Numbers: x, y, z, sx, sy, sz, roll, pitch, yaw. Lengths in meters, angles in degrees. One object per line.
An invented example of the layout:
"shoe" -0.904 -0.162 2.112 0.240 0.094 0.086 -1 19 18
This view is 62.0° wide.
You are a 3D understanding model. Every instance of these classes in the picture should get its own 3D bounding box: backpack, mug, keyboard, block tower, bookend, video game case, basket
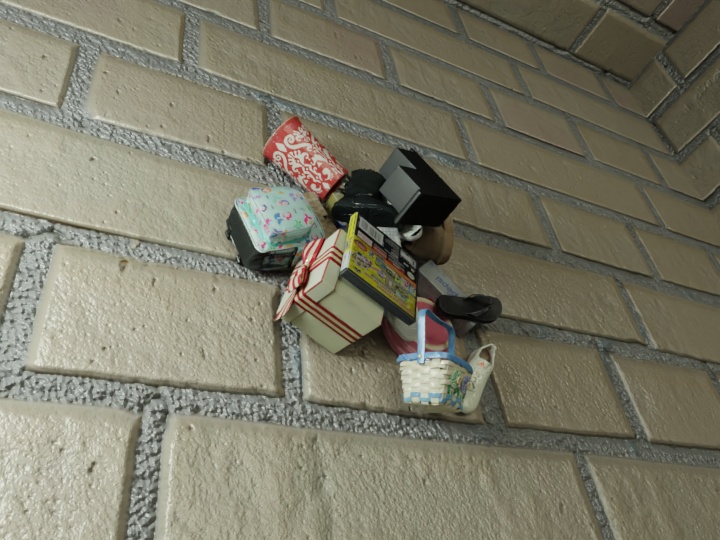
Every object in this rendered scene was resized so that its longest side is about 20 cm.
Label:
"backpack" -0.182 -0.098 1.358 0.199 0.151 0.178 -4 54 -42
"mug" -0.127 -0.295 1.581 0.200 0.134 0.178 43 43 2
"keyboard" 0.075 -0.008 1.366 0.056 0.011 0.201 -1 67 -18
"block tower" -0.104 -0.109 1.482 0.058 0.054 0.200 -15 62 -41
"bookend" 0.107 -0.205 1.419 0.200 0.092 0.199 -3 48 -54
"video game case" 0.046 -0.005 1.265 0.200 0.025 0.181 38 38 -25
"basket" 0.164 0.198 1.284 0.176 0.138 0.201 32 53 -53

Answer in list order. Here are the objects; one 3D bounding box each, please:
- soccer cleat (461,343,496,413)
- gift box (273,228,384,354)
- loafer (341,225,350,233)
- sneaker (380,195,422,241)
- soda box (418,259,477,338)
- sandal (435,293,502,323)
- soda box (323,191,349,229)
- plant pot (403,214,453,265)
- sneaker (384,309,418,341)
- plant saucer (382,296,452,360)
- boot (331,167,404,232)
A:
"soccer cleat" 0.267 0.245 1.395 0.069 0.078 0.200 36 42 -1
"gift box" -0.070 0.052 1.271 0.187 0.200 0.185 40 35 -20
"loafer" -0.007 -0.059 1.382 0.200 0.071 0.074 17 73 -65
"sneaker" 0.098 -0.098 1.537 0.080 0.147 0.200 -37 49 -15
"soda box" 0.216 0.072 1.528 0.200 0.064 0.068 46 43 10
"sandal" 0.277 0.089 1.473 0.199 0.043 0.076 1 54 -32
"soda box" -0.010 -0.111 1.540 0.068 0.064 0.200 -16 62 -42
"plant pot" 0.164 -0.110 1.574 0.092 0.201 0.202 -6 54 -14
"sneaker" 0.072 0.078 1.379 0.074 0.082 0.201 -19 72 -23
"plant saucer" 0.148 0.138 1.433 0.200 0.051 0.201 19 44 -20
"boot" 0.035 -0.177 1.480 0.197 0.074 0.163 12 45 17
